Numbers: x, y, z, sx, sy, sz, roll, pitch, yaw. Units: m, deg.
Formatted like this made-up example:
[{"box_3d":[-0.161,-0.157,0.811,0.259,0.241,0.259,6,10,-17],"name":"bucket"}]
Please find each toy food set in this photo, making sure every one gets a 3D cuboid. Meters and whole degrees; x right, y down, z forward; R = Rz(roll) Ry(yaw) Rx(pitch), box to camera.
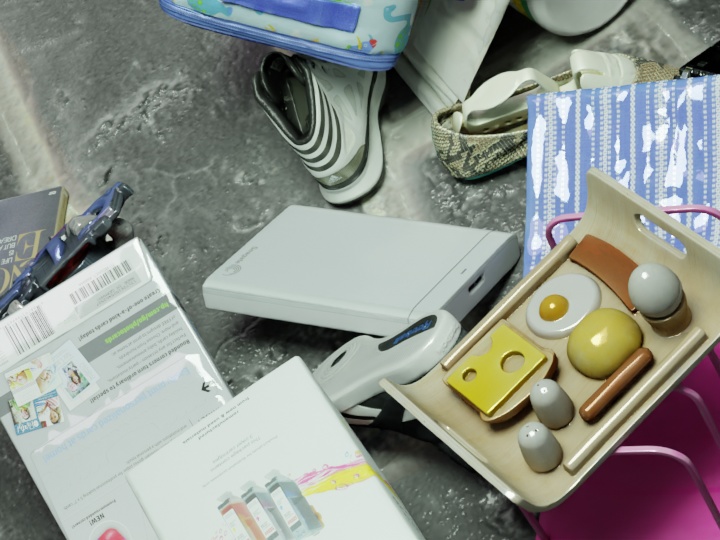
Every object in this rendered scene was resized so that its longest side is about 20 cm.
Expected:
[{"box_3d":[0.122,0.038,1.289,0.200,0.060,0.143,-44,47,-9],"name":"toy food set"}]

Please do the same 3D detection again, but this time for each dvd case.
[{"box_3d":[-0.322,0.024,1.732,0.148,0.016,0.201,-12,50,18],"name":"dvd case"}]

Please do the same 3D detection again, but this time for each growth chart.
[{"box_3d":[0.078,-0.212,1.634,0.018,0.201,0.145,1,44,-30],"name":"growth chart"}]

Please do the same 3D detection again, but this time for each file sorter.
[{"box_3d":[0.178,0.070,1.362,0.138,0.126,0.201,-4,52,25],"name":"file sorter"}]

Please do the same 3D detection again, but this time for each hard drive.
[{"box_3d":[0.000,0.000,1.548,0.199,0.027,0.132,8,33,32],"name":"hard drive"}]

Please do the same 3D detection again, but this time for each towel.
[{"box_3d":[0.207,-0.065,1.485,0.199,0.024,0.146,-4,77,28],"name":"towel"}]

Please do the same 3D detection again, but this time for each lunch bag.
[{"box_3d":[-0.055,-0.223,1.623,0.199,0.083,0.161,13,22,-4],"name":"lunch bag"}]

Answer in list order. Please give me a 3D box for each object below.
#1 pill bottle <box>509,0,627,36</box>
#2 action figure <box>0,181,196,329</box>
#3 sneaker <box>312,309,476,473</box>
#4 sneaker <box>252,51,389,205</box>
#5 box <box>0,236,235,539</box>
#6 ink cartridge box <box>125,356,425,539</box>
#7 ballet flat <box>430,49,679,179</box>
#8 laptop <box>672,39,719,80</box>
[{"box_3d":[0.125,-0.277,1.682,0.113,0.113,0.200,-41,47,-8],"name":"pill bottle"},{"box_3d":[-0.220,0.042,1.626,0.200,0.105,0.194,-41,38,8],"name":"action figure"},{"box_3d":[0.036,0.100,1.451,0.073,0.112,0.200,-52,15,-28],"name":"sneaker"},{"box_3d":[-0.033,-0.159,1.661,0.075,0.115,0.201,-23,46,17],"name":"sneaker"},{"box_3d":[-0.173,0.102,1.507,0.155,0.041,0.201,-32,78,0],"name":"box"},{"box_3d":[-0.032,0.193,1.356,0.144,0.146,0.200,-33,47,-2],"name":"ink cartridge box"},{"box_3d":[0.146,-0.126,1.574,0.199,0.075,0.068,-17,44,13],"name":"ballet flat"},{"box_3d":[0.317,-0.094,1.506,0.177,0.104,0.200,19,39,36],"name":"laptop"}]
